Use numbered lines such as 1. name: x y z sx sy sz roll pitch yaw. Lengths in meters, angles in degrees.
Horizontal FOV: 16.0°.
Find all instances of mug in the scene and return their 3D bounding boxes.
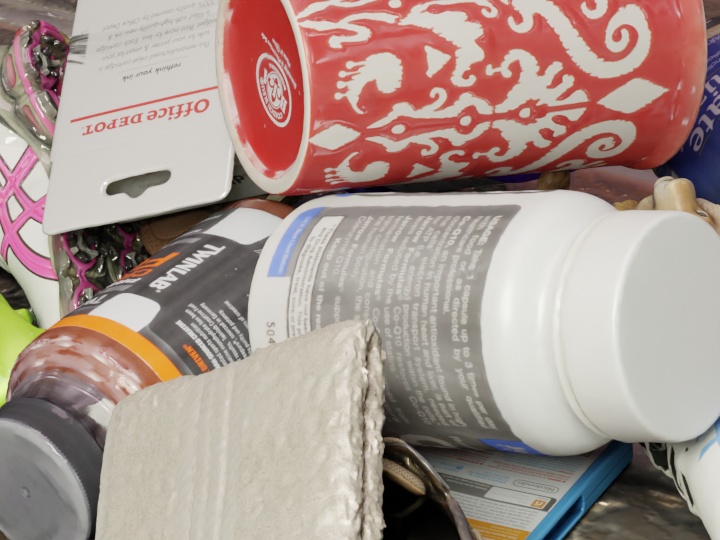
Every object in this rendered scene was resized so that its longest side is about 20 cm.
1. mug: 0.034 -0.103 1.210 0.199 0.134 0.177 -10 12 -25

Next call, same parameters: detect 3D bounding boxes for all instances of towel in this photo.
1. towel: -0.048 0.119 0.995 0.132 0.034 0.201 -19 50 28

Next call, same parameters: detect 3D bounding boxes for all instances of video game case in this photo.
1. video game case: 0.014 0.113 1.126 0.143 0.018 0.200 11 32 30

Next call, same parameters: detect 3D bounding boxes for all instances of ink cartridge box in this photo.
1. ink cartridge box: -0.085 -0.098 1.288 0.115 0.067 0.201 -10 57 28

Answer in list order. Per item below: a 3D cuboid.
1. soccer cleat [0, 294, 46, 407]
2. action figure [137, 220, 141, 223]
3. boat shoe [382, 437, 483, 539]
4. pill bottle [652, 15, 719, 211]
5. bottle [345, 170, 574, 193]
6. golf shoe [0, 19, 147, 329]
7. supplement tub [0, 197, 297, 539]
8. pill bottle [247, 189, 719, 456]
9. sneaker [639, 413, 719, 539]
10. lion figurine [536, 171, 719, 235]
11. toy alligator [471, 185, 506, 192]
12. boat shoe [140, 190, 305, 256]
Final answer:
1. soccer cleat: -0.219 0.028 1.296 0.081 0.068 0.200 -27 34 -22
2. action figure: -0.165 -0.075 1.441 0.118 0.102 0.200 -4 24 3
3. boat shoe: 0.011 0.102 1.046 0.074 0.074 0.200 -18 30 -20
4. pill bottle: 0.221 -0.046 1.278 0.111 0.112 0.200 -12 27 -9
5. bottle: 0.066 -0.079 1.365 0.199 0.066 0.083 -6 -13 43
6. golf shoe: -0.168 -0.027 1.333 0.092 0.073 0.201 -30 60 24
7. supplement tub: -0.089 0.052 1.170 0.107 0.107 0.200 12 33 33
8. pill bottle: 0.058 0.022 1.107 0.199 0.114 0.114 1 26 42
9. sneaker: 0.148 0.073 1.119 0.072 0.072 0.200 -16 26 6
10. lion figurine: 0.083 0.013 1.247 0.200 0.073 0.123 -32 35 1
11. toy alligator: 0.000 0.000 1.316 0.199 0.059 0.054 -13 72 -26
12. boat shoe: -0.024 -0.068 1.326 0.202 0.075 0.075 -45 46 5
